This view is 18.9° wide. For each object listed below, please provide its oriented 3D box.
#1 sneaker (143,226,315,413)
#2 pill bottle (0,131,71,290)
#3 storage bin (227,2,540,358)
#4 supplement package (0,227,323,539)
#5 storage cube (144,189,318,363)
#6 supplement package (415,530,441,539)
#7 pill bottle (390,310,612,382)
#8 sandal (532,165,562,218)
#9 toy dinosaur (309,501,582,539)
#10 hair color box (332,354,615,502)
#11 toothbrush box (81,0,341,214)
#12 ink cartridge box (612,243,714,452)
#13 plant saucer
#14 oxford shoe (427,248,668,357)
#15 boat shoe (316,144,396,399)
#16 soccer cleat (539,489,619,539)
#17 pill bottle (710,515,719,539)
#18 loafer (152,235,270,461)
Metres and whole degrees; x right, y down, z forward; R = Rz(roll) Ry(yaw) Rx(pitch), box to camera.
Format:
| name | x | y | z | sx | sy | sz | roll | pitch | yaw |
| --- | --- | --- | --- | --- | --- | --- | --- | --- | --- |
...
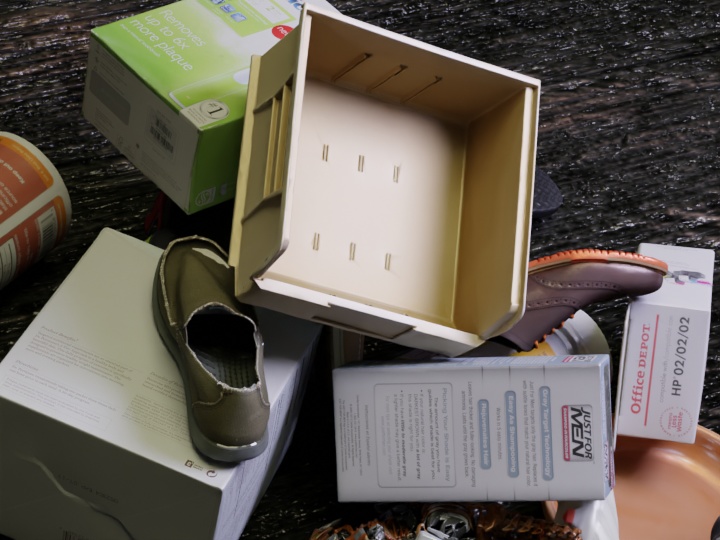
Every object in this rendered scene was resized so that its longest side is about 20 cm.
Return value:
| name | x | y | z | sx | sy | sz | roll | pitch | yaw |
| --- | --- | --- | --- | --- | --- | --- | --- | --- | --- |
| sneaker | -0.118 | 0.043 | 1.724 | 0.200 | 0.083 | 0.072 | 48 | 37 | -20 |
| pill bottle | -0.332 | -0.020 | 1.728 | 0.112 | 0.113 | 0.200 | 30 | 43 | 18 |
| storage bin | 0.017 | -0.060 | 1.562 | 0.199 | 0.094 | 0.200 | 15 | 68 | -26 |
| supplement package | -0.158 | 0.110 | 1.606 | 0.190 | 0.148 | 0.200 | 22 | 42 | 8 |
| storage cube | -0.075 | -0.053 | 1.793 | 0.198 | 0.172 | 0.180 | 9 | 40 | -5 |
| supplement package | 0.068 | 0.301 | 1.417 | 0.155 | 0.111 | 0.201 | 25 | 78 | 13 |
| pill bottle | 0.102 | 0.098 | 1.718 | 0.199 | 0.113 | 0.113 | -23 | 53 | -34 |
| sandal | 0.089 | -0.066 | 1.943 | 0.199 | 0.045 | 0.075 | -4 | 51 | -27 |
| toy dinosaur | 0.055 | 0.207 | 1.578 | 0.102 | 0.199 | 0.136 | 49 | 26 | -30 |
| hair color box | 0.083 | 0.116 | 1.583 | 0.198 | 0.100 | 0.061 | -2 | 3 | 14 |
| toothbrush box | -0.096 | -0.144 | 1.694 | 0.199 | 0.086 | 0.146 | -22 | 51 | -36 |
| ink cartridge box | 0.245 | 0.063 | 1.740 | 0.067 | 0.116 | 0.200 | 6 | 19 | 9 |
| plant saucer | 0.237 | 0.195 | 1.706 | 0.199 | 0.038 | 0.201 | 7 | 42 | -7 |
| oxford shoe | 0.140 | 0.027 | 1.663 | 0.198 | 0.071 | 0.073 | -7 | 79 | 2 |
| boat shoe | 0.000 | 0.000 | 1.648 | 0.066 | 0.202 | 0.074 | -2 | 13 | -13 |
| soccer cleat | 0.173 | 0.238 | 1.599 | 0.077 | 0.069 | 0.201 | 14 | 63 | -14 |
| pill bottle | 0.312 | 0.238 | 1.587 | 0.105 | 0.106 | 0.201 | 7 | 60 | -8 |
| loafer | -0.098 | 0.042 | 1.533 | 0.075 | 0.070 | 0.201 | -3 | 45 | -20 |
